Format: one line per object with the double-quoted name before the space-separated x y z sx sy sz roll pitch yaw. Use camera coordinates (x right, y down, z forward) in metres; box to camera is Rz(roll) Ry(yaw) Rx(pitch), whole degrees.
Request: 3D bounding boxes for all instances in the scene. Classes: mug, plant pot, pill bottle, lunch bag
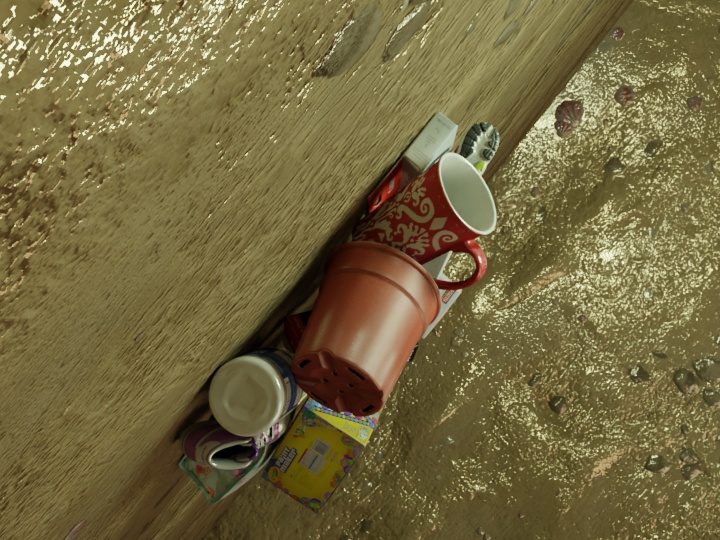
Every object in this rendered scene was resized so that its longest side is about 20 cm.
"mug" 0.092 -0.054 1.236 0.132 0.180 0.199 21 141 -41
"plant pot" -0.001 0.096 1.220 0.197 0.199 0.201 -62 -178 -37
"pill bottle" -0.147 0.175 1.225 0.111 0.111 0.200 -51 174 6
"lunch bag" -0.202 0.291 1.449 0.200 0.122 0.170 -47 174 20

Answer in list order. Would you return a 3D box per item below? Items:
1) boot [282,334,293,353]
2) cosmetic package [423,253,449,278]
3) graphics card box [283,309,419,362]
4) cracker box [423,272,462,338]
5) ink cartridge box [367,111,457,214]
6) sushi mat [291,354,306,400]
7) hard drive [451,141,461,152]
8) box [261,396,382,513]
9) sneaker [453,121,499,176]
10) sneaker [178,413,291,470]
"boot" -0.060 0.131 1.520 0.199 0.072 0.144 -17 161 -22
"cosmetic package" 0.151 -0.053 1.627 0.102 0.071 0.201 -59 173 -25
"graphics card box" -0.016 0.114 1.357 0.197 0.126 0.051 -14 143 -26
"cracker box" 0.110 0.035 1.815 0.134 0.199 0.058 -51 173 13
"ink cartridge box" 0.081 -0.149 1.316 0.174 0.043 0.200 -52 174 -6
"sushi mat" -0.139 0.220 1.603 0.200 0.095 0.012 -45 149 -39
"hard drive" 0.132 -0.150 1.527 0.200 0.027 0.132 -49 173 -18
"box" -0.052 0.272 1.419 0.201 0.121 0.193 -59 178 34
"sneaker" 0.165 -0.155 1.363 0.201 0.077 0.085 -51 179 -3
"sneaker" -0.168 0.264 1.261 0.199 0.113 0.074 -14 105 -41
